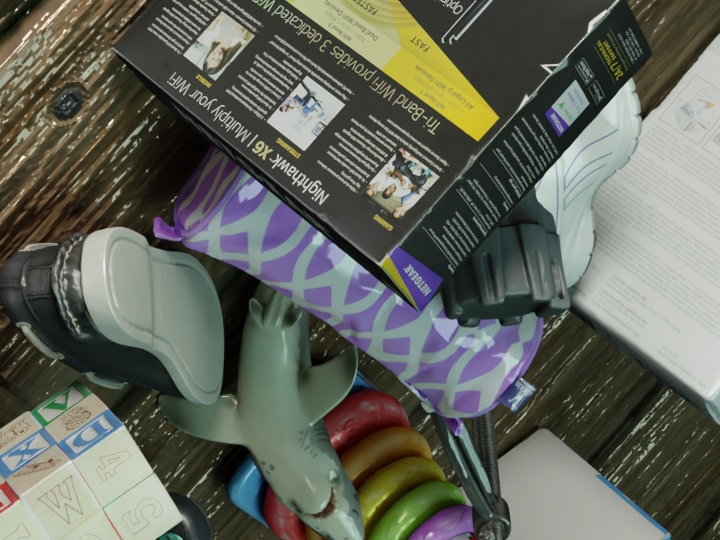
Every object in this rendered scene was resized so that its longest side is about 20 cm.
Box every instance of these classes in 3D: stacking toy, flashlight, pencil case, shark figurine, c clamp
[{"bbox_3d":[0.029,0.155,1.231,0.110,0.200,0.116,-49,146,-3],"label":"stacking toy"},{"bbox_3d":[0.049,-0.073,1.048,0.068,0.201,0.068,-16,162,27],"label":"flashlight"},{"bbox_3d":[0.000,0.000,1.074,0.200,0.084,0.086,36,107,-17],"label":"pencil case"},{"bbox_3d":[-0.029,0.032,1.181,0.089,0.128,0.215,-12,117,-77],"label":"shark figurine"},{"bbox_3d":[0.062,0.089,1.222,0.027,0.200,0.171,-21,126,13],"label":"c clamp"}]

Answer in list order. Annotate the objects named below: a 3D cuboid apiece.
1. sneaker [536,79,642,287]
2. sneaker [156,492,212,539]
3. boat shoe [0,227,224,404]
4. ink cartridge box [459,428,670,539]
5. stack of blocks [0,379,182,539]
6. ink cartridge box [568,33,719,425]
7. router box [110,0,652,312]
[{"bbox_3d":[0.103,-0.059,1.236,0.087,0.075,0.200,-18,134,-33],"label":"sneaker"},{"bbox_3d":[-0.118,0.189,1.225,0.087,0.074,0.200,-32,154,-49],"label":"sneaker"},{"bbox_3d":[-0.118,0.026,1.059,0.200,0.060,0.074,35,50,-73],"label":"boat shoe"},{"bbox_3d":[0.127,0.241,1.497,0.125,0.128,0.200,-33,142,-25],"label":"ink cartridge box"},{"bbox_3d":[-0.194,0.136,0.995,0.200,0.115,0.059,-35,113,-12],"label":"stack of blocks"},{"bbox_3d":[0.225,-0.029,1.323,0.200,0.162,0.057,-47,148,-7],"label":"ink cartridge box"},{"bbox_3d":[0.006,-0.100,0.958,0.157,0.200,0.052,-47,146,-4],"label":"router box"}]
